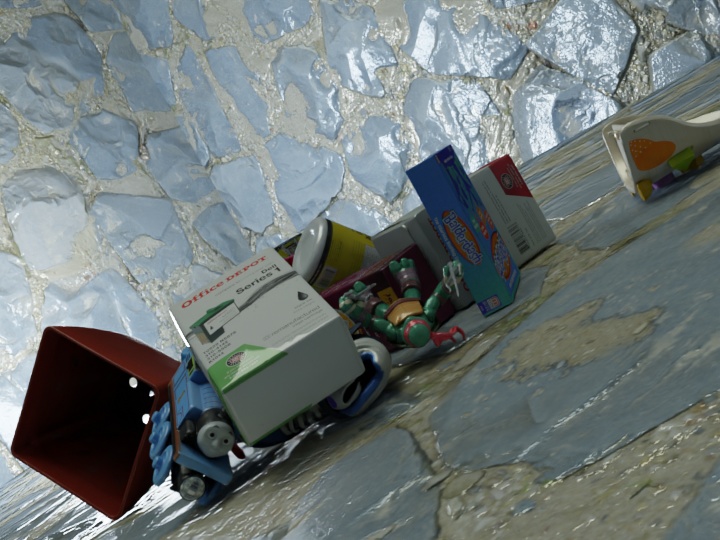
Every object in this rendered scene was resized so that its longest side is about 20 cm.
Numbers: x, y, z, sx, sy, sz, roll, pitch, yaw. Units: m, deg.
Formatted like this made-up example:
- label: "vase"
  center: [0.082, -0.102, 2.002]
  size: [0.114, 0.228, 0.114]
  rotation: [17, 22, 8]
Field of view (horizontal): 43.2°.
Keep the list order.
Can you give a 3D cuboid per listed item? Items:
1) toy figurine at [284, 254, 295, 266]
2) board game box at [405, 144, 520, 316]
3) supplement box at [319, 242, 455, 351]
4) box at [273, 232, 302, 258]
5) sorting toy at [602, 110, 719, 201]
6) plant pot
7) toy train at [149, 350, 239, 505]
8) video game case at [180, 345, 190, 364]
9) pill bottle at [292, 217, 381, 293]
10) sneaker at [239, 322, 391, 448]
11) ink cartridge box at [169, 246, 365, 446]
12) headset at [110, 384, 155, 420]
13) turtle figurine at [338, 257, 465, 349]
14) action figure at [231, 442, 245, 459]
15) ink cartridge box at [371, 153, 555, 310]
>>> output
- label: "toy figurine"
  center: [-0.102, 0.053, 1.468]
  size: [0.185, 0.197, 0.152]
  rotation: [-64, -12, -54]
- label: "board game box"
  center: [0.135, -0.056, 1.155]
  size: [0.045, 0.202, 0.152]
  rotation: [-27, 6, 18]
- label: "supplement box"
  center: [0.020, 0.055, 1.274]
  size: [0.085, 0.111, 0.199]
  rotation: [-35, 6, -42]
- label: "box"
  center: [-0.112, 0.051, 1.638]
  size: [0.037, 0.202, 0.136]
  rotation: [-24, 7, 47]
- label: "sorting toy"
  center: [0.437, -0.180, 1.232]
  size: [0.178, 0.108, 0.200]
  rotation: [-22, 5, 12]
- label: "plant pot"
  center: [-0.340, 0.195, 1.292]
  size: [0.176, 0.198, 0.202]
  rotation: [-14, -54, -67]
- label: "toy train"
  center: [-0.186, 0.178, 1.041]
  size: [0.115, 0.086, 0.200]
  rotation: [-59, 20, 9]
- label: "video game case"
  center: [-0.178, 0.109, 1.226]
  size: [0.018, 0.145, 0.201]
  rotation: [9, 35, 18]
- label: "pill bottle"
  center: [0.000, 0.000, 1.429]
  size: [0.112, 0.198, 0.113]
  rotation: [-51, 27, 40]
- label: "sneaker"
  center: [-0.054, 0.140, 1.018]
  size: [0.199, 0.081, 0.146]
  rotation: [-32, 5, -6]
- label: "ink cartridge box"
  center: [-0.108, 0.074, 0.986]
  size: [0.145, 0.085, 0.200]
  rotation: [-32, 34, -13]
- label: "headset"
  center: [-0.291, 0.232, 1.406]
  size: [0.197, 0.125, 0.094]
  rotation: [-11, 5, -1]
- label: "turtle figurine"
  center: [0.048, 0.043, 1.071]
  size: [0.147, 0.102, 0.200]
  rotation: [-12, 13, -9]
- label: "action figure"
  center: [-0.134, 0.190, 1.210]
  size: [0.065, 0.099, 0.201]
  rotation: [-24, 29, 29]
- label: "ink cartridge box"
  center: [0.146, -0.046, 1.317]
  size: [0.199, 0.147, 0.144]
  rotation: [-32, 4, -28]
